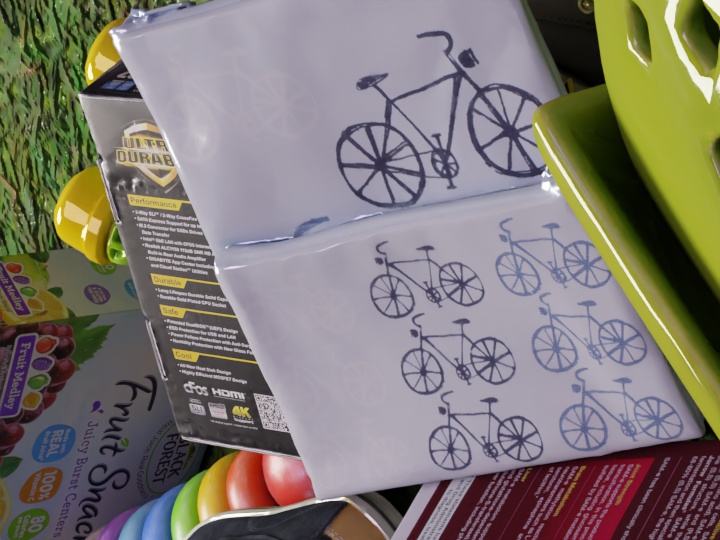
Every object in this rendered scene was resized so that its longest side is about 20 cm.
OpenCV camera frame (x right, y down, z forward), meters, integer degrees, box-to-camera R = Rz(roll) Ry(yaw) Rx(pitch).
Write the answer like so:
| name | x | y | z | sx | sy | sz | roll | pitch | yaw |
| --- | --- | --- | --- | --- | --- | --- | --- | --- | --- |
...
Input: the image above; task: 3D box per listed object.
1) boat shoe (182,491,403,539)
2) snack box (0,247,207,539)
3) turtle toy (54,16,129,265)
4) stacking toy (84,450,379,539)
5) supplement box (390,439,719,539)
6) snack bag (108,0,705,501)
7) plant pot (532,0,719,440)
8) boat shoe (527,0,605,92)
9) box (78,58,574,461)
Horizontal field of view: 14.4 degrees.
| name | x | y | z | sx | sy | sz | roll | pitch | yaw |
| --- | --- | --- | --- | --- | --- | --- | --- | --- | --- |
| boat shoe | -0.045 | 0.140 | 1.190 | 0.075 | 0.062 | 0.200 | 57 | 148 | -3 |
| snack box | -0.143 | 0.078 | 1.344 | 0.053 | 0.142 | 0.200 | 54 | 139 | 36 |
| turtle toy | -0.035 | -0.060 | 1.185 | 0.146 | 0.101 | 0.200 | 29 | 125 | 19 |
| stacking toy | -0.056 | 0.116 | 1.285 | 0.200 | 0.085 | 0.085 | -43 | 62 | 47 |
| supplement box | 0.091 | 0.116 | 0.973 | 0.200 | 0.109 | 0.061 | -6 | 132 | 46 |
| snack bag | 0.012 | -0.018 | 1.002 | 0.189 | 0.021 | 0.200 | -11 | 107 | 42 |
| plant pot | 0.171 | -0.036 | 0.740 | 0.200 | 0.199 | 0.182 | 59 | 147 | 29 |
| boat shoe | 0.067 | -0.107 | 1.054 | 0.201 | 0.072 | 0.061 | 30 | 125 | 40 |
| box | 0.000 | 0.000 | 1.078 | 0.200 | 0.049 | 0.160 | 6 | 122 | 36 |
